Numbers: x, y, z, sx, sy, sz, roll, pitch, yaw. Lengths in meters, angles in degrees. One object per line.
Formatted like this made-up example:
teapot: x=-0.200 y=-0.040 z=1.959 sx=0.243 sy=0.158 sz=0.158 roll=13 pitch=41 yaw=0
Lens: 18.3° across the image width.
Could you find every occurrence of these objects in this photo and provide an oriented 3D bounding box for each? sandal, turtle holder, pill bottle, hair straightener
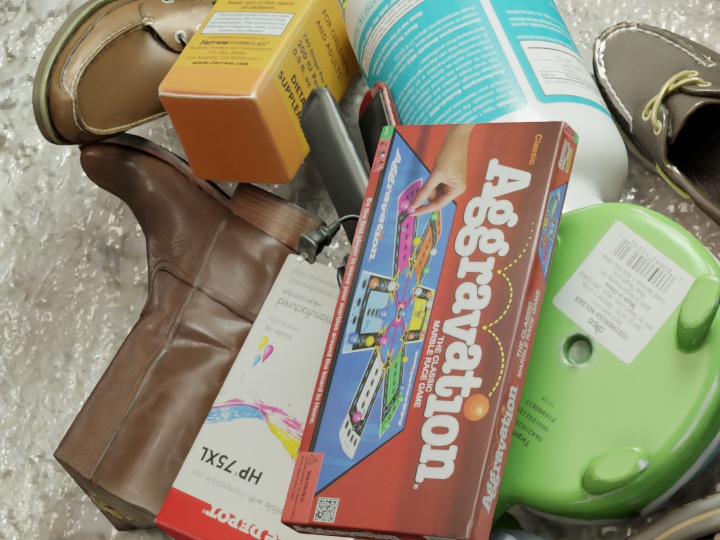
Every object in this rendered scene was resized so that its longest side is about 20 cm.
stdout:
sandal: x=0.177 y=0.129 z=1.044 sx=0.199 sy=0.082 sz=0.055 roll=-26 pitch=79 yaw=8
turtle holder: x=0.113 y=0.067 z=1.058 sx=0.140 sy=0.132 sz=0.187 roll=7 pitch=77 yaw=24
pill bottle: x=0.070 y=-0.078 z=1.166 sx=0.110 sy=0.111 sz=0.201 roll=-30 pitch=56 yaw=13
hair straightener: x=0.000 y=0.000 z=1.112 sx=0.041 sy=0.076 sz=0.201 roll=-42 pitch=57 yaw=57

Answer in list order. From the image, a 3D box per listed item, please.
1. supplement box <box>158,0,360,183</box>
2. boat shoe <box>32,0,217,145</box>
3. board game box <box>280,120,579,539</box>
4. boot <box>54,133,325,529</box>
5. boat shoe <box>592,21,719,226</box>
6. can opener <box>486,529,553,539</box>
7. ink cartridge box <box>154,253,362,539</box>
supplement box: x=-0.034 y=-0.138 z=1.237 sx=0.068 sy=0.067 sz=0.201 roll=2 pitch=46 yaw=28
boat shoe: x=-0.103 y=-0.127 z=1.251 sx=0.068 sy=0.072 sz=0.200 roll=7 pitch=32 yaw=32
board game box: x=0.032 y=0.026 z=1.020 sx=0.102 sy=0.019 sz=0.201 roll=1 pitch=67 yaw=34
boot: x=-0.130 y=0.034 z=1.249 sx=0.186 sy=0.064 sz=0.201 roll=22 pitch=84 yaw=38
boat shoe: x=0.179 y=-0.067 z=1.132 sx=0.072 sy=0.059 sz=0.200 roll=-41 pitch=55 yaw=6
can opener: x=0.099 y=0.206 z=1.006 sx=0.063 sy=0.079 sz=0.201 roll=-23 pitch=95 yaw=36
ink cartridge box: x=-0.024 y=0.106 z=1.155 sx=0.116 sy=0.067 sz=0.201 roll=19 pitch=77 yaw=32
